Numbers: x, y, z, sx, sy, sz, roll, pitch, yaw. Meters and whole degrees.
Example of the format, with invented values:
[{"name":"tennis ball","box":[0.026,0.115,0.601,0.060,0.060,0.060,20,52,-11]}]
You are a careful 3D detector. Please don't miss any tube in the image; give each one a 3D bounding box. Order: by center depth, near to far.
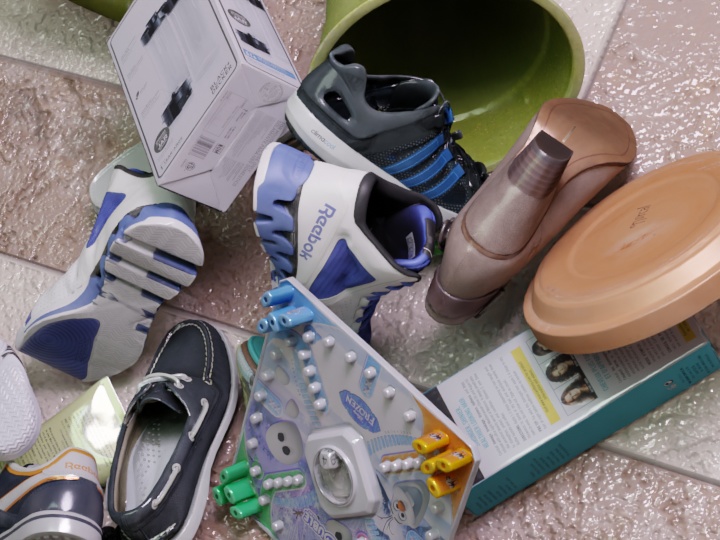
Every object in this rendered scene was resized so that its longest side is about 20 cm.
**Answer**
[{"name":"tube","box":[-0.258,0.164,1.453,0.200,0.058,0.052,-31,27,6]}]

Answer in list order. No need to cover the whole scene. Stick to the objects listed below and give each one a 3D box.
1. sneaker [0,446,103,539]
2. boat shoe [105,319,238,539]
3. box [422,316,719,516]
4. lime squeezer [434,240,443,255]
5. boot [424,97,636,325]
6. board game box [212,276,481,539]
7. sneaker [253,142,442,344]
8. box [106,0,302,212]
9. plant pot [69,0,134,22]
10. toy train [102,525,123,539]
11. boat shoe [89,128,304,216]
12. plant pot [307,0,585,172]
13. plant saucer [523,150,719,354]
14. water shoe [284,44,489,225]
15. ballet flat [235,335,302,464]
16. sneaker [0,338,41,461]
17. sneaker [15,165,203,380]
[{"name":"sneaker","box":[-0.249,0.190,1.396,0.200,0.078,0.079,-28,45,40]},{"name":"boat shoe","box":[-0.138,0.110,1.395,0.076,0.060,0.200,-14,48,21]},{"name":"box","box":[0.139,0.079,1.310,0.200,0.049,0.082,-32,57,8]},{"name":"lime squeezer","box":[0.011,-0.028,1.433,0.200,0.038,0.071,21,46,31]},{"name":"boot","box":[0.112,-0.039,1.339,0.070,0.200,0.146,40,116,15]},{"name":"board game box","box":[-0.018,0.138,1.289,0.200,0.026,0.200,41,131,32]},{"name":"sneaker","box":[0.000,-0.001,1.320,0.115,0.199,0.081,8,52,19]},{"name":"box","box":[-0.116,-0.150,1.408,0.117,0.060,0.200,-53,36,21]},{"name":"plant pot","box":[-0.188,-0.285,1.556,0.193,0.200,0.200,39,86,22]},{"name":"toy train","box":[-0.217,0.265,1.393,0.046,0.034,0.200,35,84,29]},{"name":"boat shoe","box":[-0.132,-0.100,1.503,0.200,0.068,0.075,-27,59,11]},{"name":"plant pot","box":[0.047,-0.200,1.416,0.200,0.200,0.190,-22,48,13]},{"name":"plant saucer","box":[0.194,-0.020,1.273,0.200,0.032,0.200,-30,19,11]},{"name":"water shoe","box":[0.043,-0.089,1.342,0.079,0.200,0.072,-51,40,22]},{"name":"ballet flat","box":[-0.028,0.123,1.363,0.200,0.069,0.071,34,110,32]},{"name":"sneaker","box":[-0.281,0.093,1.445,0.075,0.115,0.200,-44,49,-9]},{"name":"sneaker","box":[-0.175,-0.010,1.450,0.199,0.081,0.115,-44,26,37]}]
